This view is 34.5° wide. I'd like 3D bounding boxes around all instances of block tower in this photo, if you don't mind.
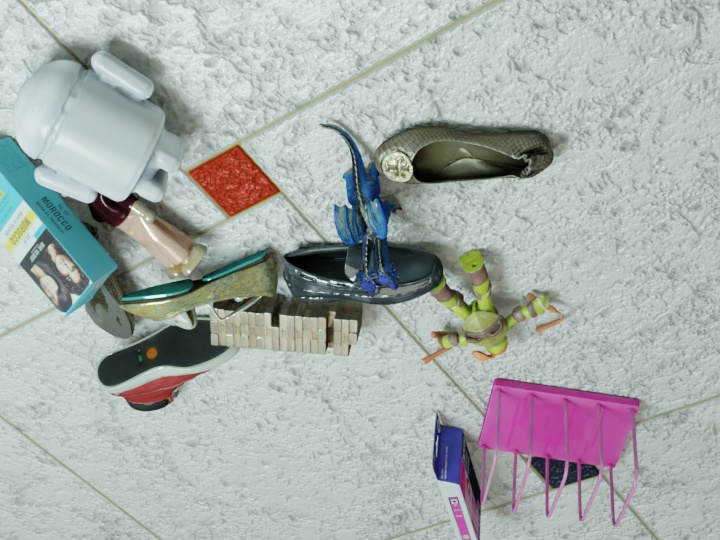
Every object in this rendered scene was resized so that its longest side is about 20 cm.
[{"bbox_3d":[-0.098,0.067,1.475,0.196,0.058,0.055,5,116,6],"label":"block tower"}]

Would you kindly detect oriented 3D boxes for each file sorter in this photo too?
[{"bbox_3d":[0.263,0.251,1.557,0.196,0.127,0.140,8,136,1],"label":"file sorter"}]

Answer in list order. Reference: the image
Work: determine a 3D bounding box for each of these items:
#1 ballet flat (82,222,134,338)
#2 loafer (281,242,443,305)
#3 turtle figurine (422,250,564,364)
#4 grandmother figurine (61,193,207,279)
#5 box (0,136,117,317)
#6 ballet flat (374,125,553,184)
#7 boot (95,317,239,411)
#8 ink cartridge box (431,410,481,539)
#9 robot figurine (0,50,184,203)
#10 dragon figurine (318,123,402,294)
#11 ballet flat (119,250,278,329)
[{"bbox_3d":[-0.329,0.012,1.473,0.066,0.047,0.202,5,140,19],"label":"ballet flat"},{"bbox_3d":[0.000,0.000,1.392,0.197,0.069,0.071,-2,143,17],"label":"loafer"},{"bbox_3d":[0.139,0.060,1.431,0.197,0.065,0.162,-18,129,25],"label":"turtle figurine"},{"bbox_3d":[-0.281,-0.069,1.381,0.200,0.061,0.120,42,141,-26],"label":"grandmother figurine"},{"bbox_3d":[-0.380,-0.050,1.360,0.201,0.049,0.082,49,129,1],"label":"box"},{"bbox_3d":[0.112,-0.120,1.265,0.196,0.047,0.068,0,132,6],"label":"ballet flat"},{"bbox_3d":[-0.242,0.133,1.578,0.197,0.074,0.145,-18,154,6],"label":"boot"},{"bbox_3d":[0.138,0.298,1.646,0.036,0.096,0.202,-8,133,16],"label":"ink cartridge box"},{"bbox_3d":[-0.290,-0.151,1.258,0.198,0.113,0.171,28,109,-18],"label":"robot figurine"},{"bbox_3d":[0.004,-0.067,1.302,0.058,0.100,0.202,-8,130,16],"label":"dragon figurine"},{"bbox_3d":[-0.194,0.036,1.423,0.197,0.071,0.071,-18,134,-4],"label":"ballet flat"}]
